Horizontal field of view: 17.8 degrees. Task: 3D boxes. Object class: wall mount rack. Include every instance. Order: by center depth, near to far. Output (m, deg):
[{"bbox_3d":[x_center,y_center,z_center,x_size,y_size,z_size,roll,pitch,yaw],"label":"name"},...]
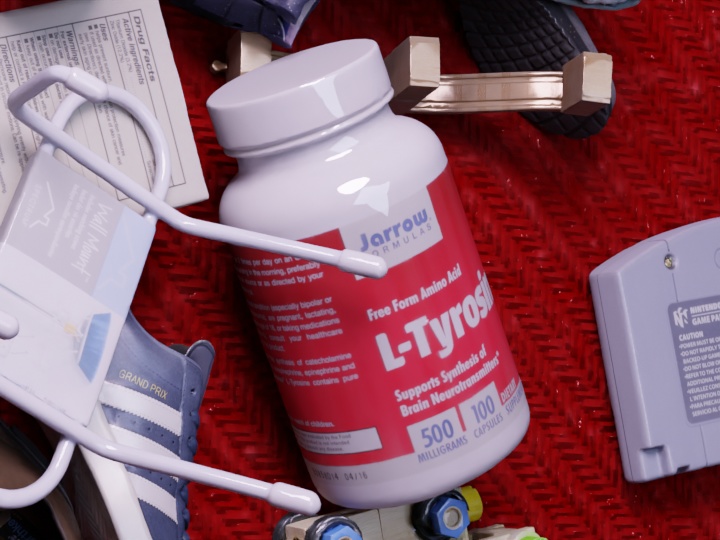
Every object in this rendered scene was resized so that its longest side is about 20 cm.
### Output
[{"bbox_3d":[-0.087,0.014,0.952,0.173,0.074,0.201,34,57,-27],"label":"wall mount rack"}]

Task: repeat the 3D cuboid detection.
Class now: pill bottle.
[{"bbox_3d":[0.000,0.000,1.080,0.112,0.112,0.202,-31,109,-35],"label":"pill bottle"}]

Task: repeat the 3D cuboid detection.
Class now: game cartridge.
[{"bbox_3d":[0.213,0.036,1.291,0.199,0.041,0.134,-8,83,-36],"label":"game cartridge"}]

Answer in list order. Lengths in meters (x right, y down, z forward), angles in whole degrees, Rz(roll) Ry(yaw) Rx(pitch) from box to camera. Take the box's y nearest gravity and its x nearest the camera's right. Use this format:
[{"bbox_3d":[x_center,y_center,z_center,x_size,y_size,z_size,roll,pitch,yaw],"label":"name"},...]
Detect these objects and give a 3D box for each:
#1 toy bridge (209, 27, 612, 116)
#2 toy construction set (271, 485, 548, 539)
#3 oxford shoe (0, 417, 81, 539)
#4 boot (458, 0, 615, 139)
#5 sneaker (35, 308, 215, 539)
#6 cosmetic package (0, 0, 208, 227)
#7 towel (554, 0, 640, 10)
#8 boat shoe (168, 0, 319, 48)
[{"bbox_3d":[0.022,-0.096,1.151,0.198,0.067,0.028,3,81,-15],"label":"toy bridge"},{"bbox_3d":[0.022,0.173,1.104,0.199,0.092,0.132,-13,95,-44],"label":"toy construction set"},{"bbox_3d":[-0.176,0.076,0.940,0.073,0.084,0.200,-44,127,3],"label":"oxford shoe"},{"bbox_3d":[0.097,-0.181,1.224,0.201,0.069,0.132,56,52,-21],"label":"boot"},{"bbox_3d":[-0.094,0.078,1.035,0.084,0.075,0.202,-23,96,-26],"label":"sneaker"},{"bbox_3d":[-0.175,-0.054,1.002,0.199,0.073,0.104,-15,92,-36],"label":"cosmetic package"},{"bbox_3d":[0.064,-0.229,1.137,0.199,0.048,0.173,13,65,-44],"label":"towel"},{"bbox_3d":[-0.029,-0.198,1.112,0.092,0.075,0.201,28,71,1],"label":"boat shoe"}]
